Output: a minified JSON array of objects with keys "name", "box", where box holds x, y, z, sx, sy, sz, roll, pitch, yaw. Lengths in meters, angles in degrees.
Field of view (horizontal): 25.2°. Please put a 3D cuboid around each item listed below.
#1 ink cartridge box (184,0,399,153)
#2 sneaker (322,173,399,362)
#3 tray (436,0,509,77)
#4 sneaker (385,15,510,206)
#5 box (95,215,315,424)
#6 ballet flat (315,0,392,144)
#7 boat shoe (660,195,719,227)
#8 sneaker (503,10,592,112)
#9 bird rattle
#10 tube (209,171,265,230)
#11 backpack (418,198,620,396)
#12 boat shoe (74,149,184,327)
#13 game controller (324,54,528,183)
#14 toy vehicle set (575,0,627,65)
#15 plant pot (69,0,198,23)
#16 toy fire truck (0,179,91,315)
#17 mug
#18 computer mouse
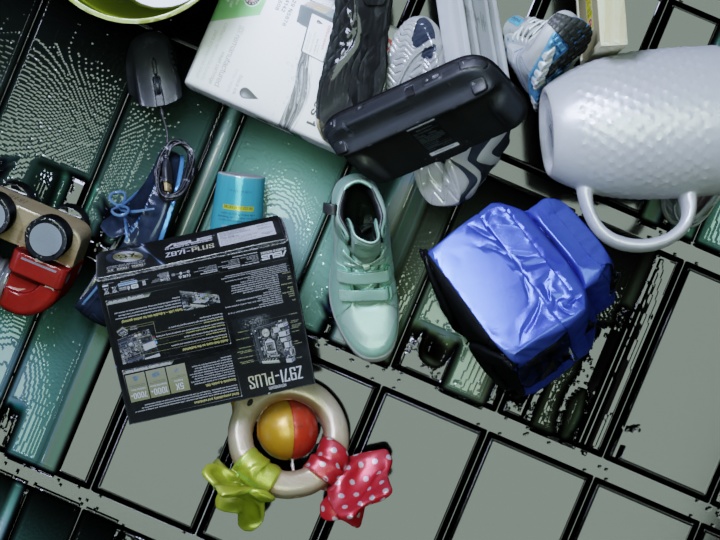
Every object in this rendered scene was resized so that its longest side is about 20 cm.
[{"name":"ink cartridge box","box":[-0.062,-0.218,1.685,0.199,0.084,0.147,23,92,1]},{"name":"sneaker","box":[0.000,0.000,1.671,0.073,0.118,0.202,-8,92,0]},{"name":"tray","box":[0.116,-0.251,1.636,0.022,0.107,0.201,-25,58,33]},{"name":"sneaker","box":[0.103,-0.179,1.666,0.079,0.129,0.200,-3,112,43]},{"name":"box","box":[-0.159,0.050,1.655,0.199,0.086,0.165,-13,110,-5]},{"name":"ballet flat","box":[-0.005,-0.225,1.625,0.066,0.057,0.201,10,98,-18]},{"name":"boat shoe","box":[0.381,-0.137,1.687,0.074,0.065,0.203,31,91,0]},{"name":"sneaker","box":[0.177,-0.227,1.628,0.075,0.200,0.087,-37,81,-8]},{"name":"bird rattle","box":[-0.067,0.190,1.689,0.198,0.113,0.164,-7,75,-2]},{"name":"tube","box":[-0.137,-0.003,1.713,0.077,0.050,0.202,6,97,0]},{"name":"backpack","box":[0.173,0.033,1.625,0.167,0.200,0.163,-30,68,-3]},{"name":"boat shoe","box":[-0.244,-0.036,1.691,0.068,0.084,0.201,21,89,-11]},{"name":"game controller","box":[0.064,-0.146,1.576,0.199,0.104,0.042,-21,55,31]},{"name":"toy vehicle set","box":[0.240,-0.278,1.621,0.026,0.200,0.125,-4,92,2]},{"name":"plant pot","box":[-0.216,-0.339,1.632,0.199,0.193,0.202,0,91,1]},{"name":"toy fire truck","box":[-0.398,0.010,1.687,0.175,0.129,0.201,22,103,0]},{"name":"mug","box":[0.271,-0.117,1.585,0.174,0.148,0.202,-4,81,-2]},{"name":"computer mouse","box":[-0.209,-0.166,1.678,0.058,0.034,0.201,-11,68,-7]}]
